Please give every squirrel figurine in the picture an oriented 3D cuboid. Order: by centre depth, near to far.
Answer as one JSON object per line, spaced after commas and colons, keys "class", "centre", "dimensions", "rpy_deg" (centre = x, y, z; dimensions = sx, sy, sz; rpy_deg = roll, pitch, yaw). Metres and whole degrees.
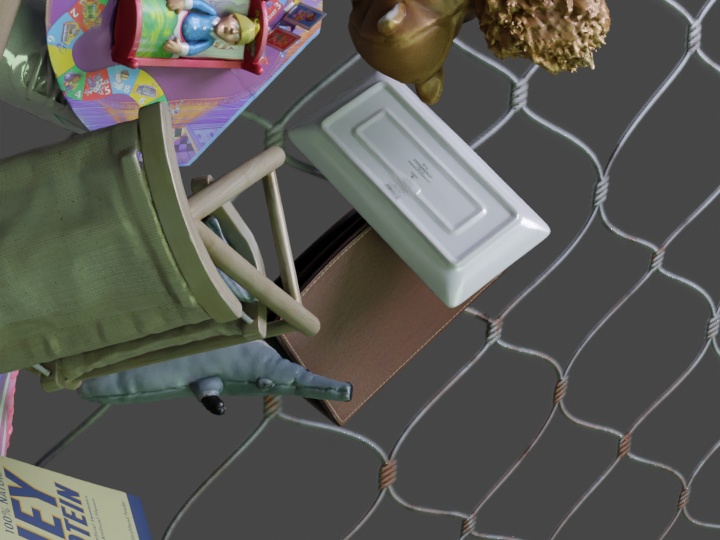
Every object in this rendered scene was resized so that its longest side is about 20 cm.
{"class": "squirrel figurine", "centre": [0.086, -0.214, 0.957], "dimensions": [0.187, 0.199, 0.142], "rpy_deg": [-54, 145, -19]}

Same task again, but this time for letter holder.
{"class": "letter holder", "centre": [0.000, 0.000, 1.085], "dimensions": [0.200, 0.100, 0.142], "rpy_deg": [-43, 133, -13]}

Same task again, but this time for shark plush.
{"class": "shark plush", "centre": [-0.108, 0.089, 0.995], "dimensions": [0.083, 0.199, 0.091], "rpy_deg": [-67, 174, -58]}

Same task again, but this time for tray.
{"class": "tray", "centre": [0.044, -0.073, 1.014], "dimensions": [0.107, 0.200, 0.022], "rpy_deg": [-37, 160, -18]}

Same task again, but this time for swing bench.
{"class": "swing bench", "centre": [-0.158, -0.003, 0.811], "dimensions": [0.200, 0.198, 0.130], "rpy_deg": [8, 69, -71]}

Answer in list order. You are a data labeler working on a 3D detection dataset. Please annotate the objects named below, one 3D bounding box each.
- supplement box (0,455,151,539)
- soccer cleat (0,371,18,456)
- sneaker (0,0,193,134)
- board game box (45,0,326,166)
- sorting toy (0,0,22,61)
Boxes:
{"class": "supplement box", "centre": [-0.274, 0.246, 0.918], "dimensions": [0.200, 0.135, 0.200], "rpy_deg": [-40, 140, 18]}
{"class": "soccer cleat", "centre": [-0.266, 0.083, 0.930], "dimensions": [0.076, 0.067, 0.201], "rpy_deg": [-31, 134, -43]}
{"class": "sneaker", "centre": [-0.185, -0.125, 0.863], "dimensions": [0.200, 0.080, 0.071], "rpy_deg": [18, 104, -44]}
{"class": "board game box", "centre": [-0.100, -0.161, 0.835], "dimensions": [0.200, 0.039, 0.158], "rpy_deg": [-47, 129, -12]}
{"class": "sorting toy", "centre": [-0.302, -0.153, 0.755], "dimensions": [0.199, 0.036, 0.186], "rpy_deg": [16, 104, -32]}
